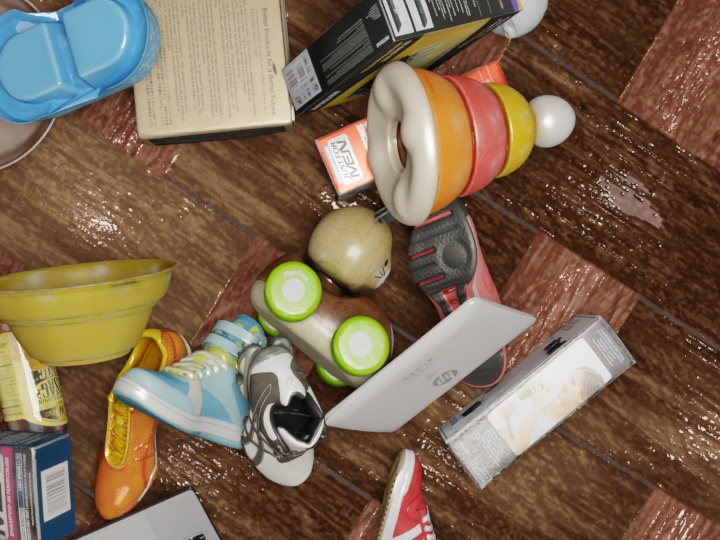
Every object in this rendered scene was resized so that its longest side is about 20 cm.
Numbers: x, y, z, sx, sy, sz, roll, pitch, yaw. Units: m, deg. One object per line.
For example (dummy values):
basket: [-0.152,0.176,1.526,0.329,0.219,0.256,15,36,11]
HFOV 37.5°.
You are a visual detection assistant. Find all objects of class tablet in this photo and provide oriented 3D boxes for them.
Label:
tablet: [0.068,0.096,1.021,0.199,0.129,0.014,-40,60,23]

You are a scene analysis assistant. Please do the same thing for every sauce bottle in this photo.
sauce bottle: [-0.338,0.144,1.102,0.065,0.066,0.204,-13,92,-1]

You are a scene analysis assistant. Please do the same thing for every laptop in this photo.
laptop: [-0.211,0.360,1.071,0.185,0.116,0.202,-23,117,-2]

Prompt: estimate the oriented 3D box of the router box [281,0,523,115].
router box: [0.035,-0.220,1.018,0.155,0.199,0.053,-21,90,-30]

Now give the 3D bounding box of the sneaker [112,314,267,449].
sneaker: [-0.159,0.094,1.056,0.079,0.200,0.132,18,80,28]

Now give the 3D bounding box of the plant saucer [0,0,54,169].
plant saucer: [-0.407,-0.202,1.117,0.196,0.032,0.204,0,90,0]

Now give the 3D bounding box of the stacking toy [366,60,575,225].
stacking toy: [0.114,-0.126,0.984,0.196,0.146,0.149,-9,90,-17]

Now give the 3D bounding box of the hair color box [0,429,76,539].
hair color box: [-0.384,0.214,1.061,0.197,0.060,0.102,-1,95,23]

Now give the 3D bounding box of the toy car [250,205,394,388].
toy car: [0.000,0.000,1.070,0.157,0.164,0.201,37,77,-1]

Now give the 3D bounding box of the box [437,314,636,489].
box: [0.176,0.130,1.086,0.199,0.117,0.060,-39,88,0]

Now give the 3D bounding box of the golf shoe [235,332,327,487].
golf shoe: [-0.075,0.162,1.050,0.077,0.095,0.202,-26,133,-17]

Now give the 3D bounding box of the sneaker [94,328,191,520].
sneaker: [-0.239,0.154,1.089,0.072,0.077,0.204,13,84,28]

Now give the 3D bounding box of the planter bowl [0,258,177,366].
planter bowl: [-0.274,0.044,1.040,0.196,0.200,0.085,-5,98,-1]

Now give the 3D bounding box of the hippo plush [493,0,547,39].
hippo plush: [0.157,-0.331,1.095,0.197,0.160,0.163,13,120,13]

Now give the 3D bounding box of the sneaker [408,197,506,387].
sneaker: [0.104,0.016,1.099,0.073,0.087,0.204,-13,98,20]

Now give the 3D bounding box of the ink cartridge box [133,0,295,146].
ink cartridge box: [-0.156,-0.240,1.100,0.161,0.075,0.204,-5,89,-3]

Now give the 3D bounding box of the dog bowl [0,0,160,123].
dog bowl: [-0.287,-0.216,1.055,0.197,0.049,0.113,-19,86,16]

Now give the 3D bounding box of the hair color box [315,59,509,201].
hair color box: [0.055,-0.140,1.086,0.197,0.111,0.065,-25,91,-2]

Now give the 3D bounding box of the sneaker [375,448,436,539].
sneaker: [0.070,0.292,1.104,0.110,0.071,0.204,10,97,3]
